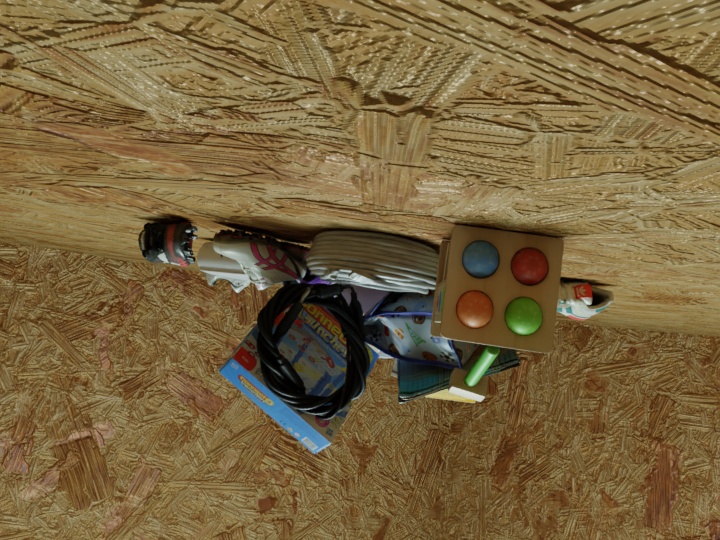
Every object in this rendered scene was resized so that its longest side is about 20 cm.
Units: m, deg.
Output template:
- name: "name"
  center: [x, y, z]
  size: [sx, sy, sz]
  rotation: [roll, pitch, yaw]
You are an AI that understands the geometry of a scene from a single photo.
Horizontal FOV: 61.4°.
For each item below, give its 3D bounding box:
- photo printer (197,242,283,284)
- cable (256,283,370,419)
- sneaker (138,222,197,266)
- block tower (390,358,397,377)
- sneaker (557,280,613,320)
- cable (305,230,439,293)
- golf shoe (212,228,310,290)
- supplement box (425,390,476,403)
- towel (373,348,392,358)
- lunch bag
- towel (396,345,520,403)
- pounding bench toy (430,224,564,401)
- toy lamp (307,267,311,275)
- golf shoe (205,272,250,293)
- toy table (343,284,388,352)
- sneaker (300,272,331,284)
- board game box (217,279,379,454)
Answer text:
- name: "photo printer"
  center: [-0.207, -0.013, 1.230]
  size: [0.199, 0.070, 0.166]
  rotation: [4, 175, 40]
- name: "cable"
  center: [-0.068, 0.119, 0.882]
  size: [0.161, 0.202, 0.051]
  rotation: [-4, -179, -19]
- name: "sneaker"
  center: [-0.321, -0.045, 1.009]
  size: [0.097, 0.072, 0.200]
  rotation: [6, 178, -16]
- name: "block tower"
  center: [0.115, 0.131, 1.262]
  size: [0.054, 0.202, 0.058]
  rotation: [18, -158, 11]
- name: "sneaker"
  center: [0.357, 0.040, 1.078]
  size: [0.198, 0.071, 0.093]
  rotation: [11, 157, -19]
- name: "cable"
  center: [0.018, -0.010, 0.900]
  size: [0.198, 0.070, 0.199]
  rotation: [9, 176, -29]
- name: "golf shoe"
  center: [-0.161, -0.013, 1.000]
  size: [0.072, 0.093, 0.199]
  rotation: [15, 179, 40]
- name: "supplement box"
  center: [0.192, 0.147, 1.184]
  size: [0.108, 0.201, 0.109]
  rotation: [8, -143, -2]
- name: "towel"
  center: [-0.005, 0.110, 1.337]
  size: [0.145, 0.201, 0.024]
  rotation: [5, 134, -19]
- name: "lunch bag"
  center: [0.110, 0.067, 1.022]
  size: [0.199, 0.125, 0.170]
  rotation: [0, -153, 43]
- name: "towel"
  center: [0.152, 0.144, 0.991]
  size: [0.198, 0.022, 0.147]
  rotation: [-20, -162, 10]
- name: "pounding bench toy"
  center: [0.152, 0.061, 0.717]
  size: [0.123, 0.202, 0.156]
  rotation: [7, 176, 3]
- name: "toy lamp"
  center: [0.000, 0.000, 1.131]
  size: [0.198, 0.059, 0.058]
  rotation: [9, 175, -25]
- name: "golf shoe"
  center: [-0.257, 0.005, 1.393]
  size: [0.198, 0.098, 0.078]
  rotation: [6, 174, 0]
- name: "toy table"
  center: [-0.013, 0.079, 1.257]
  size: [0.200, 0.118, 0.183]
  rotation: [42, -137, 23]
- name: "sneaker"
  center: [-0.119, 0.039, 1.175]
  size: [0.083, 0.200, 0.081]
  rotation: [33, -171, -48]
- name: "board game box"
  center: [-0.090, 0.149, 0.973]
  size: [0.200, 0.196, 0.056]
  rotation: [42, 134, -7]
